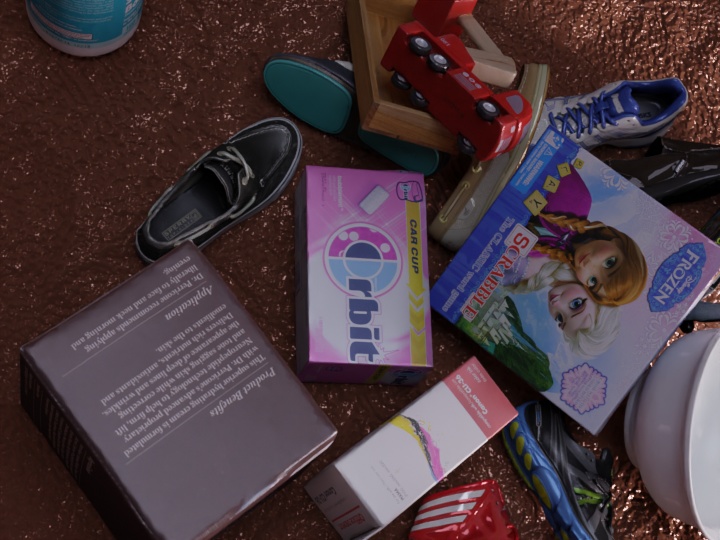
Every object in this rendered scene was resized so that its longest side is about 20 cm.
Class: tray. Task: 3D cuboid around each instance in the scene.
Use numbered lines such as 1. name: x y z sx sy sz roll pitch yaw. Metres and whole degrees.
1. tray: 0.043 -0.197 1.225 0.098 0.037 0.201 14 42 -19

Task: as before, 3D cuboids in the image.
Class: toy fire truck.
1. toy fire truck: 0.097 -0.190 1.184 0.141 0.049 0.200 -22 61 -44

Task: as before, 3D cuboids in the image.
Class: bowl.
1. bowl: 0.302 0.140 1.167 0.201 0.090 0.202 -9 102 -50

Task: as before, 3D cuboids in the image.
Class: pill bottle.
1. pill bottle: -0.243 -0.284 1.140 0.110 0.200 0.111 5 69 -13

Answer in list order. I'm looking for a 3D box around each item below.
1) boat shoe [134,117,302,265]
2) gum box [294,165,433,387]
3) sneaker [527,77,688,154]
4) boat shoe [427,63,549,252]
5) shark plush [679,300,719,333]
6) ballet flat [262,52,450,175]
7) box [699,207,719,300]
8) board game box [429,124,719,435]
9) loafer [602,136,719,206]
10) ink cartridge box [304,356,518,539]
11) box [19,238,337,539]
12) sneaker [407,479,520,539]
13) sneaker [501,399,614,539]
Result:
1. boat shoe: -0.122 -0.077 1.170 0.071 0.064 0.200 43 66 3
2. gum box: 0.000 0.000 1.173 0.113 0.066 0.201 3 69 -13
3. sneaker: 0.234 -0.158 1.283 0.199 0.088 0.076 -17 77 -18
4. boat shoe: 0.122 -0.111 1.221 0.066 0.074 0.201 22 87 3
5. shark plush: 0.242 0.026 1.188 0.199 0.083 0.091 27 68 26
6. ballet flat: 0.001 -0.158 1.238 0.199 0.073 0.073 29 65 3
7. box: 0.363 -0.036 1.260 0.035 0.110 0.200 44 65 4
8. board game box: 0.192 0.008 1.148 0.199 0.041 0.200 37 99 16
9. loafer: 0.324 -0.108 1.295 0.199 0.073 0.072 -16 77 -20
10. ink cartridge box: 0.027 0.167 1.091 0.200 0.117 0.068 -36 83 -24
11. box: -0.154 0.118 1.034 0.166 0.164 0.200 -34 82 -24
12. sneaker: 0.138 0.246 1.114 0.199 0.078 0.116 19 68 -9
13. sneaker: 0.204 0.204 1.149 0.082 0.071 0.200 -24 75 -15
